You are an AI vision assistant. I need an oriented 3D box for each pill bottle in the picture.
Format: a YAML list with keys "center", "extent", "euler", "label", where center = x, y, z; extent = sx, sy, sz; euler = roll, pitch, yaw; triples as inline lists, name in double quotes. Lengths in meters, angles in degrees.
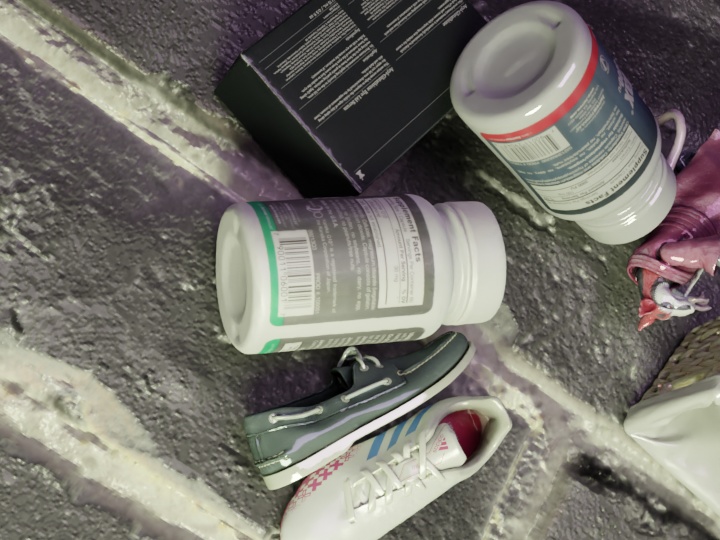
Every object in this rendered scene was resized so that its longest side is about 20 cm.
- center: [0.000, 0.000, 1.067]
  extent: [0.200, 0.113, 0.113]
  euler: [-3, 76, -21]
  label: "pill bottle"
- center: [0.171, -0.110, 1.137]
  extent: [0.200, 0.120, 0.120]
  euler: [42, 58, -42]
  label: "pill bottle"

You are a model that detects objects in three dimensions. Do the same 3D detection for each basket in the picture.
- center: [0.345, 0.134, 1.174]
  extent: [0.200, 0.136, 0.123]
  euler: [42, 59, -8]
  label: "basket"

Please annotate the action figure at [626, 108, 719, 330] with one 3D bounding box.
- center: [0.275, -0.036, 1.192]
  extent: [0.149, 0.134, 0.200]
  euler: [43, 60, -5]
  label: "action figure"

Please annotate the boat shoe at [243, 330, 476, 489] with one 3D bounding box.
- center: [0.001, 0.089, 1.070]
  extent: [0.200, 0.073, 0.062]
  euler: [-31, 92, -23]
  label: "boat shoe"

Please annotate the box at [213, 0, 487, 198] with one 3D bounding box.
- center: [0.005, -0.160, 1.143]
  extent: [0.141, 0.079, 0.200]
  euler: [48, 62, -2]
  label: "box"

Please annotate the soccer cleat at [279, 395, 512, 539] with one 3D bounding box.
- center: [0.028, 0.148, 1.055]
  extent: [0.200, 0.086, 0.070]
  euler: [-32, 89, -28]
  label: "soccer cleat"
